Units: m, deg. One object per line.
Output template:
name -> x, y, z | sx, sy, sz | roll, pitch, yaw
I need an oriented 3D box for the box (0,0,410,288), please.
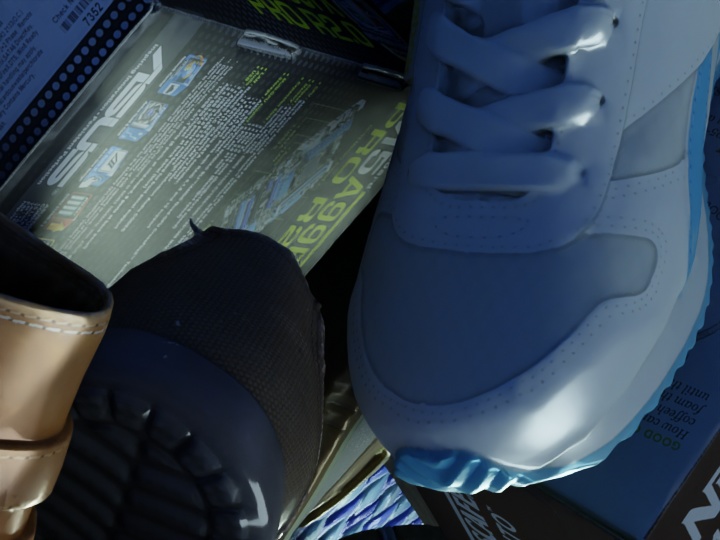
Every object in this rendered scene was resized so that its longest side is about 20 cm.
box -> -0.082, 0.015, 0.581 | 0.200, 0.044, 0.160 | -49, 163, 13

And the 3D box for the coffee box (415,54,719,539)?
coffee box -> 0.098, -0.011, 0.650 | 0.200, 0.080, 0.114 | -53, 150, -15

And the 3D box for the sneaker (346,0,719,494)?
sneaker -> 0.038, -0.048, 0.573 | 0.081, 0.076, 0.200 | 55, 46, -48

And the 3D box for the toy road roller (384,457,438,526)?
toy road roller -> 0.106, 0.012, 0.809 | 0.200, 0.123, 0.146 | -31, 165, -16

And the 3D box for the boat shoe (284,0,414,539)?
boat shoe -> 0.000, 0.000, 0.705 | 0.200, 0.074, 0.066 | -50, 175, 19

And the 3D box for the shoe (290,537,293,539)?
shoe -> -0.064, 0.105, 0.753 | 0.053, 0.070, 0.200 | -33, 174, 32

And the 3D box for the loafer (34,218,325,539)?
loafer -> -0.047, 0.062, 0.567 | 0.071, 0.073, 0.200 | -56, -179, -39

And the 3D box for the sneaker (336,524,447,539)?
sneaker -> -0.025, 0.134, 0.725 | 0.200, 0.076, 0.077 | -29, 158, -30

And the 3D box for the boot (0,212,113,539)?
boot -> -0.078, 0.065, 0.477 | 0.155, 0.200, 0.074 | -56, -163, 18
